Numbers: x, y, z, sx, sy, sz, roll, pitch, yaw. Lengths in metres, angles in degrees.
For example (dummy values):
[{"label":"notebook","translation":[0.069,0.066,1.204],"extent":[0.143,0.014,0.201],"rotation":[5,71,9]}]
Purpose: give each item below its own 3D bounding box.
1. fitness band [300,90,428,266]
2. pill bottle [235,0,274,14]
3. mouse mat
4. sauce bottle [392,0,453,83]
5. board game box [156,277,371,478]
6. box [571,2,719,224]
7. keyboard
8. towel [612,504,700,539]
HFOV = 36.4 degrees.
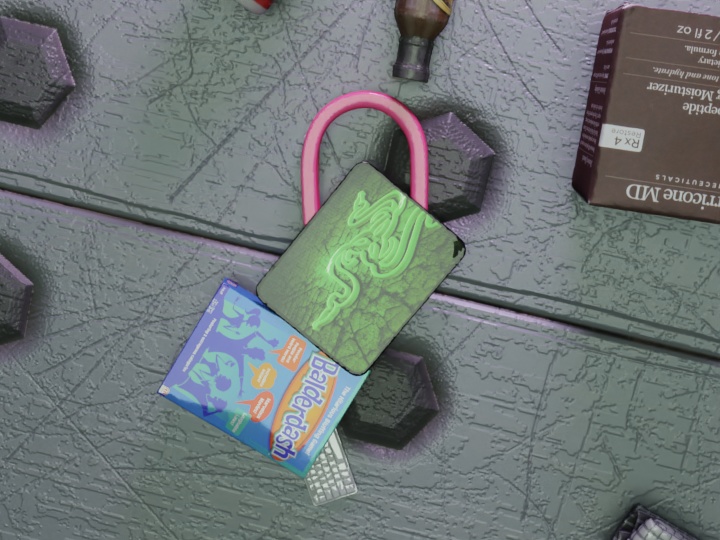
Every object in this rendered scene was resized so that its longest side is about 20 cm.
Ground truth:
[{"label":"fitness band","translation":[0.005,-0.101,1.237],"extent":[0.143,0.037,0.200],"rotation":[0,101,5]},{"label":"pill bottle","translation":[-0.089,-0.383,1.158],"extent":[0.114,0.114,0.200],"rotation":[39,101,-2]},{"label":"mouse mat","translation":[0.000,0.000,1.230],"extent":[0.161,0.008,0.200],"rotation":[39,95,-4]},{"label":"sauce bottle","translation":[0.071,-0.305,1.185],"extent":[0.065,0.065,0.200],"rotation":[11,102,3]},{"label":"board game box","translation":[-0.111,0.125,1.269],"extent":[0.200,0.045,0.152],"rotation":[30,96,-5]},{"label":"box","translation":[0.323,-0.161,1.134],"extent":[0.166,0.164,0.200],"rotation":[9,100,4]},{"label":"keyboard","translation":[-0.061,0.181,1.304],"extent":[0.056,0.011,0.200],"rotation":[-18,98,8]},{"label":"towel","translation":[0.356,0.384,1.266],"extent":[0.200,0.086,0.166],"rotation":[33,102,-3]}]
